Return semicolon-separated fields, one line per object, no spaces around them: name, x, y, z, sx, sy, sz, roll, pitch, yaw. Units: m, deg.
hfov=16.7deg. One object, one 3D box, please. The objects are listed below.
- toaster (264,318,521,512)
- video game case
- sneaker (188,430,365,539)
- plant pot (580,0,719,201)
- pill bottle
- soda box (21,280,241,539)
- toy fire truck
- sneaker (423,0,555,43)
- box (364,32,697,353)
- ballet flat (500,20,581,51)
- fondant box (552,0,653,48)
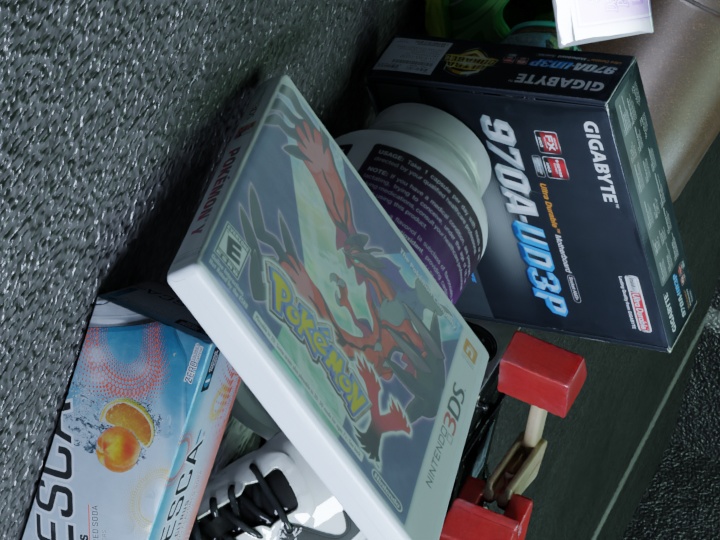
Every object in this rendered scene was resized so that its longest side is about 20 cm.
toaster;0.017;0.129;1.627;0.181;0.119;0.200;-53;160;-47
video game case;-0.009;0.024;1.214;0.200;0.023;0.182;53;29;-22
sneaker;-0.064;0.138;1.273;0.200;0.074;0.080;-38;163;16
plant pot;0.210;-0.169;1.809;0.198;0.200;0.200;-63;168;14
pill bottle;0.000;0.000;1.367;0.113;0.112;0.200;95;21;-51
soda box;-0.116;0.110;1.184;0.068;0.064;0.200;-20;130;-72
toy fire truck;0.094;0.143;1.589;0.200;0.049;0.141;88;26;-61
sneaker;0.085;-0.150;1.529;0.200;0.083;0.074;77;33;-69
box;0.103;-0.046;1.449;0.046;0.159;0.200;-57;143;-35
ballet flat;0.101;-0.090;1.529;0.200;0.074;0.074;81;33;-74
fondant box;0.130;-0.234;1.414;0.200;0.058;0.144;-80;161;-62
